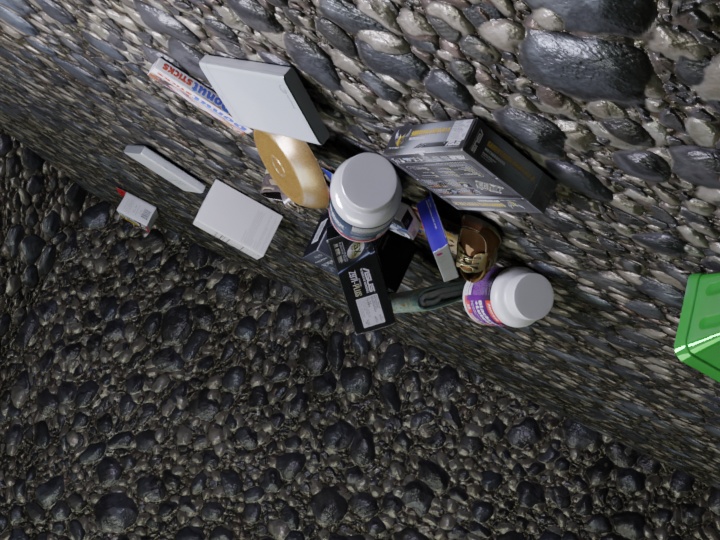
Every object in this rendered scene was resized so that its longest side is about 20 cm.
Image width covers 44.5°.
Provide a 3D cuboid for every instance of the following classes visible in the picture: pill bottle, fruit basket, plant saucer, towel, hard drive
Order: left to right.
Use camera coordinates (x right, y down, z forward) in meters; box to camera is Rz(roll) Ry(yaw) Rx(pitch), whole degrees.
[{"bbox_3d":[-0.524,-0.272,2.359,0.199,0.027,0.131,33,169,-35],"label":"hard drive"},{"bbox_3d":[-0.147,-0.259,1.332,0.198,0.027,0.133,19,152,41],"label":"hard drive"},{"bbox_3d":[-0.124,-0.181,1.469,0.201,0.035,0.201,49,162,21],"label":"plant saucer"},{"bbox_3d":[0.007,-0.123,1.442,0.118,0.121,0.200,26,170,1],"label":"pill bottle"},{"bbox_3d":[0.145,0.059,1.891,0.197,0.049,0.170,-10,177,-35],"label":"towel"},{"bbox_3d":[0.277,0.049,1.642,0.110,0.113,0.200,29,170,-14],"label":"pill bottle"},{"bbox_3d":[0.510,0.096,1.198,0.212,0.157,0.217,18,153,10],"label":"fruit basket"}]

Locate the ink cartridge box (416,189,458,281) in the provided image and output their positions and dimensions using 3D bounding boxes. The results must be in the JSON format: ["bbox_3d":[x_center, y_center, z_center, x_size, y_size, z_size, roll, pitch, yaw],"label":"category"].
[{"bbox_3d":[0.132,-0.058,1.519,0.036,0.096,0.200,-19,158,3],"label":"ink cartridge box"}]

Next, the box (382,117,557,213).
[{"bbox_3d":[0.144,-0.139,1.193,0.157,0.049,0.199,31,170,-27],"label":"box"}]

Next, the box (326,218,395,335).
[{"bbox_3d":[0.000,0.000,1.745,0.164,0.085,0.203,-98,-8,-74],"label":"box"}]

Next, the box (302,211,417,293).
[{"bbox_3d":[-0.006,-0.040,1.938,0.198,0.119,0.197,27,171,-10],"label":"box"}]

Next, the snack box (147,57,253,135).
[{"bbox_3d":[-0.278,-0.304,1.551,0.198,0.025,0.072,31,168,-21],"label":"snack box"}]

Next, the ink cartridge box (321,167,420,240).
[{"bbox_3d":[0.012,-0.124,1.648,0.198,0.040,0.099,26,171,25],"label":"ink cartridge box"}]

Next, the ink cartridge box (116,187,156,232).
[{"bbox_3d":[-0.883,-0.236,3.423,0.174,0.085,0.200,28,171,-6],"label":"ink cartridge box"}]

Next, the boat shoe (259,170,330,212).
[{"bbox_3d":[-0.125,-0.153,1.789,0.198,0.074,0.074,20,169,39],"label":"boat shoe"}]

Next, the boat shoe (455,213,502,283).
[{"bbox_3d":[0.201,-0.030,1.527,0.075,0.075,0.200,23,166,19],"label":"boat shoe"}]

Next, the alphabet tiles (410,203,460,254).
[{"bbox_3d":[0.142,-0.076,1.669,0.164,0.006,0.200,26,170,9],"label":"alphabet tiles"}]

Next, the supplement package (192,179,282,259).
[{"bbox_3d":[-0.322,-0.131,2.304,0.198,0.123,0.120,29,171,-11],"label":"supplement package"}]
